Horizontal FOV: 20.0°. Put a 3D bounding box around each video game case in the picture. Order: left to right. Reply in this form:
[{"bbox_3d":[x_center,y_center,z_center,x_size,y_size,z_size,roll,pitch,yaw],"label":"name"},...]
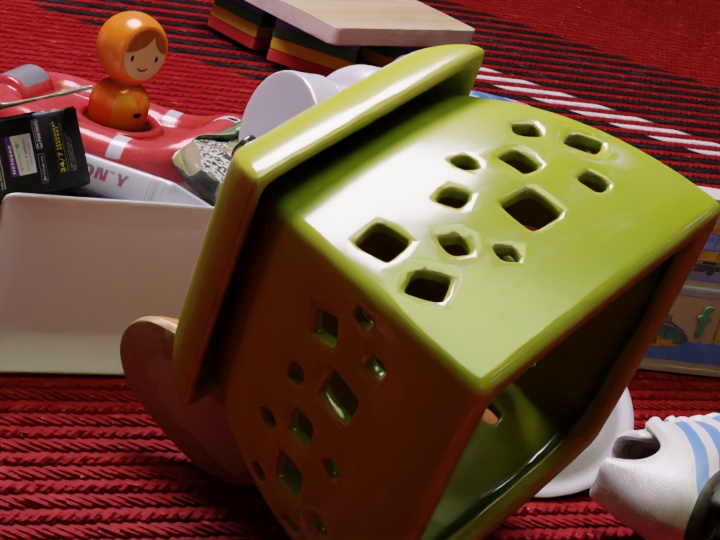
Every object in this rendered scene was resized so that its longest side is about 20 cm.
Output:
[{"bbox_3d":[-0.154,-0.046,1.299,0.182,0.023,0.200,18,-5,24],"label":"video game case"}]

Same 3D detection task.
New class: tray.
[{"bbox_3d":[-0.125,0.009,1.182,0.200,0.108,0.022,3,19,-32],"label":"tray"}]

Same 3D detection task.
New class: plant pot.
[{"bbox_3d":[0.027,0.017,1.007,0.181,0.200,0.199,42,49,18],"label":"plant pot"}]

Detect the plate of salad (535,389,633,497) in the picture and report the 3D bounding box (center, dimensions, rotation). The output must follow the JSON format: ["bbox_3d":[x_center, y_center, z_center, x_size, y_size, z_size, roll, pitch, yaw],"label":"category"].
[{"bbox_3d":[0.072,0.067,1.248,0.200,0.048,0.200,15,40,-13],"label":"plate of salad"}]

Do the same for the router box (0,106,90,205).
[{"bbox_3d":[-0.278,-0.047,1.169,0.200,0.051,0.149,-9,6,32],"label":"router box"}]

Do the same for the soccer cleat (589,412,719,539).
[{"bbox_3d":[0.202,0.107,1.214,0.086,0.070,0.200,24,21,22],"label":"soccer cleat"}]

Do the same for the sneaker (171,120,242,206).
[{"bbox_3d":[-0.057,-0.090,1.373,0.077,0.089,0.200,41,25,7],"label":"sneaker"}]

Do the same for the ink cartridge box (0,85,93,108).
[{"bbox_3d":[-0.257,-0.108,1.151,0.199,0.059,0.104,-13,5,-10],"label":"ink cartridge box"}]

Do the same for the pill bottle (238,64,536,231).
[{"bbox_3d":[0.025,-0.071,1.321,0.200,0.112,0.112,9,19,-40],"label":"pill bottle"}]

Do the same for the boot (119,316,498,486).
[{"bbox_3d":[-0.019,0.068,1.128,0.201,0.071,0.144,33,36,13],"label":"boot"}]

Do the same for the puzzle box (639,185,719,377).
[{"bbox_3d":[0.226,0.007,1.416,0.199,0.133,0.025,6,21,-23],"label":"puzzle box"}]

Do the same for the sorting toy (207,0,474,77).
[{"bbox_3d":[-0.029,-0.236,1.985,0.200,0.070,0.199,-6,28,-47],"label":"sorting toy"}]

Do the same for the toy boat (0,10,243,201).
[{"bbox_3d":[-0.170,-0.122,1.468,0.200,0.131,0.131,19,20,11],"label":"toy boat"}]
